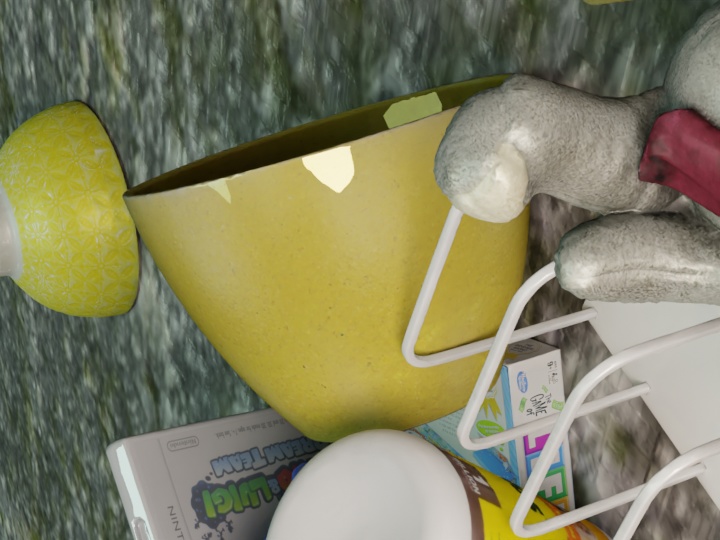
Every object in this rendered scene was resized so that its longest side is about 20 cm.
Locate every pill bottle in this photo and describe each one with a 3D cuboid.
[{"bbox_3d":[0.056,0.151,0.727,0.109,0.200,0.110,-20,56,33],"label":"pill bottle"}]

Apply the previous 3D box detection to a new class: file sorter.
[{"bbox_3d":[0.123,0.059,0.632,0.200,0.124,0.139,58,150,30],"label":"file sorter"}]

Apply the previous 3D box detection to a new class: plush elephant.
[{"bbox_3d":[0.147,-0.015,0.461,0.165,0.200,0.155,-46,42,19],"label":"plush elephant"}]

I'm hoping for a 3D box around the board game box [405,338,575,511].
[{"bbox_3d":[0.048,0.091,0.898,0.200,0.034,0.135,20,121,59],"label":"board game box"}]

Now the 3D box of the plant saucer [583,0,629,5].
[{"bbox_3d":[0.136,-0.202,0.555,0.200,0.048,0.201,10,111,62],"label":"plant saucer"}]

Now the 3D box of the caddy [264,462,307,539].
[{"bbox_3d":[0.020,0.195,0.875,0.200,0.105,0.141,47,-172,4],"label":"caddy"}]

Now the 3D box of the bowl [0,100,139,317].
[{"bbox_3d":[-0.284,-0.045,1.404,0.200,0.107,0.201,38,135,51],"label":"bowl"}]

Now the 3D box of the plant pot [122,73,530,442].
[{"bbox_3d":[0.000,0.000,0.773,0.200,0.200,0.142,3,112,63],"label":"plant pot"}]

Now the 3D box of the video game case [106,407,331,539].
[{"bbox_3d":[-0.051,0.175,0.967,0.024,0.200,0.183,-29,76,36],"label":"video game case"}]
